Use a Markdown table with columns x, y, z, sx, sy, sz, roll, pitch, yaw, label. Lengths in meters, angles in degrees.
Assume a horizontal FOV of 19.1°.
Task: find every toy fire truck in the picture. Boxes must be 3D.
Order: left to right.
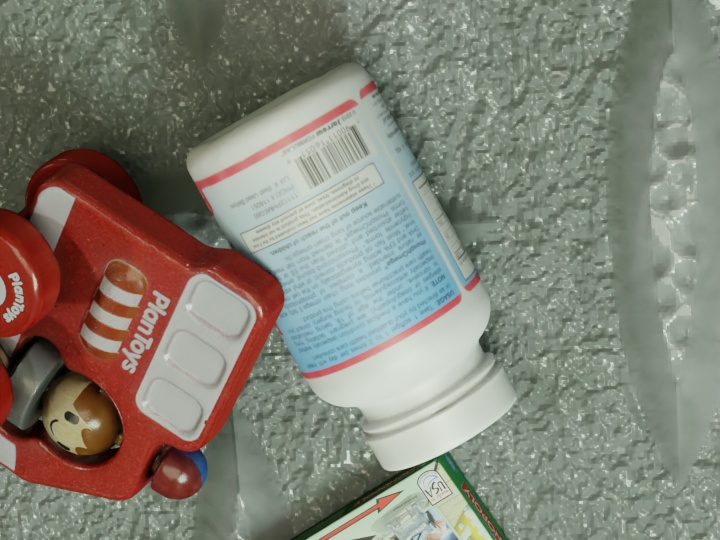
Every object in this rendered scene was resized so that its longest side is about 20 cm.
| x | y | z | sx | sy | sz | roll | pitch | yaw | label |
| --- | --- | --- | --- | --- | --- | --- | --- | --- | --- |
| -0.143 | 0.044 | 1.144 | 0.168 | 0.112 | 0.200 | 33 | 124 | 10 | toy fire truck |

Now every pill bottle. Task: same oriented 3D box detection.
| x | y | z | sx | sy | sz | roll | pitch | yaw | label |
| --- | --- | --- | --- | --- | --- | --- | --- | --- | --- |
| 0.000 | 0.000 | 1.132 | 0.109 | 0.109 | 0.200 | -27 | 97 | 15 | pill bottle |

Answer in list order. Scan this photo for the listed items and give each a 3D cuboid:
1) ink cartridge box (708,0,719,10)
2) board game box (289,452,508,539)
| x | y | z | sx | sy | sz | roll | pitch | yaw | label |
| --- | --- | --- | --- | --- | --- | --- | --- | --- | --- |
| 0.142 | -0.234 | 1.029 | 0.083 | 0.147 | 0.200 | -38 | 95 | 15 | ink cartridge box |
| 0.003 | 0.207 | 1.223 | 0.200 | 0.029 | 0.135 | -34 | 94 | 16 | board game box |
